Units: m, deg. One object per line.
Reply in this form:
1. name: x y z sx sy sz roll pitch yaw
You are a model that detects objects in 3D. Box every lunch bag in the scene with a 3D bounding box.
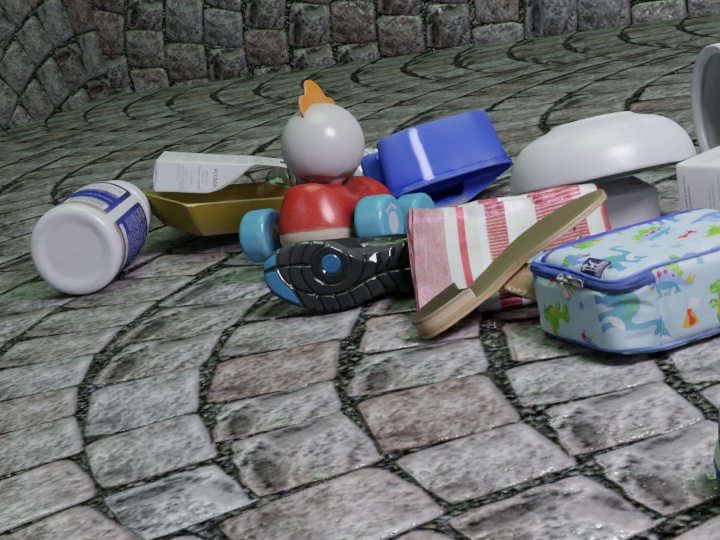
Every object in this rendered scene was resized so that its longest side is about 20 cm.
1. lunch bag: 0.255 0.005 1.120 0.200 0.083 0.161 -15 12 -18

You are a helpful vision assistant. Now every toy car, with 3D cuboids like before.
1. toy car: -0.030 -0.118 1.497 0.184 0.200 0.177 -5 2 29

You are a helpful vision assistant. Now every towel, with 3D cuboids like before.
1. towel: 0.147 -0.021 1.277 0.200 0.023 0.144 -9 45 3

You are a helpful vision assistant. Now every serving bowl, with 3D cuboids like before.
1. serving bowl: 0.253 -0.129 1.402 0.200 0.066 0.200 -11 1 0

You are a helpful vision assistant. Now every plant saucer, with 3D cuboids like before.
1. plant saucer: -0.177 -0.083 1.772 0.200 0.048 0.200 -5 11 -28

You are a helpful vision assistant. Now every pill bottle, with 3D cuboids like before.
1. pill bottle: -0.337 -0.050 1.681 0.116 0.116 0.200 -9 15 9

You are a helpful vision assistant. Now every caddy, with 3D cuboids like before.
1. caddy: 0.097 -0.126 1.680 0.200 0.105 0.141 -18 -6 -22

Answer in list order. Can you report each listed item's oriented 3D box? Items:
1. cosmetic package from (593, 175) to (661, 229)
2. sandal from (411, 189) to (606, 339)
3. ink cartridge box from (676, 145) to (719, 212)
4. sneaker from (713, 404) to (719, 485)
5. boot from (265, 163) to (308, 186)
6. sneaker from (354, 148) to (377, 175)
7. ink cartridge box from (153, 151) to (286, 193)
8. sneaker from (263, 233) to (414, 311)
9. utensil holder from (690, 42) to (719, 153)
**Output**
1. cosmetic package: 0.218 -0.057 1.430 0.200 0.051 0.083 -12 16 -3
2. sandal: 0.151 0.013 1.206 0.212 0.070 0.078 -35 10 -1
3. ink cartridge box: 0.440 -0.082 1.297 0.146 0.084 0.200 -22 18 -35
4. sneaker: 0.255 0.106 0.728 0.077 0.085 0.200 -15 16 -15
5. boot: -0.080 -0.163 2.026 0.131 0.068 0.200 -14 13 11
6. sneaker: 0.076 -0.147 1.866 0.091 0.078 0.200 18 32 32
7. ink cartridge box: -0.182 -0.134 1.827 0.200 0.047 0.160 4 9 -5
8. sneaker: 0.000 0.000 1.364 0.200 0.073 0.082 -2 6 -2
9. utensil holder: 0.504 -0.189 1.498 0.200 0.170 0.170 -10 15 -6
